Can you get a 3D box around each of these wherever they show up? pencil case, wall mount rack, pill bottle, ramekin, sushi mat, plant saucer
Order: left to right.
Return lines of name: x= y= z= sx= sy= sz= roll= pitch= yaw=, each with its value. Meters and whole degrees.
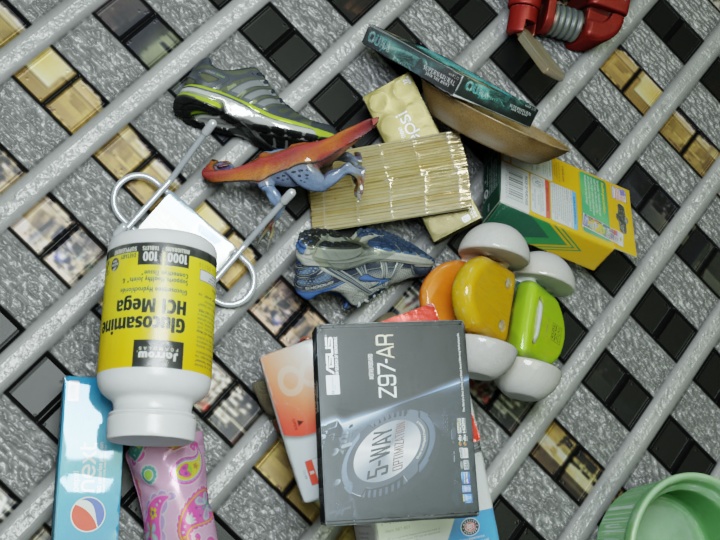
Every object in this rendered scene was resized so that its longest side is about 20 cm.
pill bottle: x=-0.201 y=0.069 z=0.965 sx=0.111 sy=0.112 sz=0.202 roll=6 pitch=72 yaw=-19
pencil case: x=-0.189 y=0.266 z=1.002 sx=0.087 sy=0.087 sz=0.202 roll=-6 pitch=79 yaw=-21
wall mount rack: x=-0.176 y=-0.058 z=1.085 sx=0.200 sy=0.075 sz=0.174 roll=41 pitch=79 yaw=-7
sushi mat: x=0.031 y=-0.106 z=1.168 sx=0.198 sy=0.012 sz=0.097 roll=-9 pitch=80 yaw=8
plant saucer: x=0.156 y=-0.175 z=1.174 sx=0.199 sy=0.200 sz=0.036 roll=22 pitch=106 yaw=-14
ramekin: x=0.385 y=0.351 z=1.186 sx=0.198 sy=0.098 sz=0.202 roll=5 pitch=74 yaw=-19

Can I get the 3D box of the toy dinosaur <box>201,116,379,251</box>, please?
toy dinosaur: x=-0.087 y=-0.128 z=1.111 sx=0.180 sy=0.201 sz=0.105 roll=8 pitch=41 yaw=-10

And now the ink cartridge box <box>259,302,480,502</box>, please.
ink cartridge box: x=0.009 y=0.139 z=1.035 sx=0.198 sy=0.050 sz=0.163 roll=-20 pitch=79 yaw=4

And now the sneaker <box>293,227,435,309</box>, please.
sneaker: x=0.000 y=0.000 z=1.154 sx=0.199 sy=0.077 sz=0.086 roll=2 pitch=114 yaw=-37

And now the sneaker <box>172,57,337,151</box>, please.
sneaker: x=-0.117 y=-0.197 z=1.158 sx=0.199 sy=0.074 sz=0.082 roll=19 pitch=67 yaw=-17

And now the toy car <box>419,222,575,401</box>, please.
toy car: x=0.151 y=0.053 z=1.145 sx=0.199 sy=0.149 sz=0.177 roll=26 pitch=67 yaw=-37

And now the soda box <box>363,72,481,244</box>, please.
soda box: x=0.077 y=-0.137 z=1.205 sx=0.067 sy=0.064 sz=0.201 roll=-27 pitch=85 yaw=6

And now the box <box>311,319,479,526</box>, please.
box: x=0.034 y=0.154 z=1.000 sx=0.159 sy=0.044 sz=0.202 roll=0 pitch=77 yaw=-10

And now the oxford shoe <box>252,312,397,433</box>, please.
oxford shoe: x=-0.033 y=0.098 z=1.112 sx=0.199 sy=0.070 sz=0.075 roll=-37 pitch=88 yaw=-24

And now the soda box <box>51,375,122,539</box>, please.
soda box: x=-0.278 y=0.213 z=0.991 sx=0.064 sy=0.068 sz=0.202 roll=5 pitch=75 yaw=-19

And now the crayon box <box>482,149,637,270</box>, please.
crayon box: x=0.254 y=-0.082 z=1.253 sx=0.199 sy=0.052 sz=0.126 roll=21 pitch=47 yaw=-14

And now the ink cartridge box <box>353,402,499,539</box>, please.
ink cartridge box: x=0.060 y=0.228 z=1.104 sx=0.144 sy=0.084 sz=0.202 roll=-6 pitch=79 yaw=-19

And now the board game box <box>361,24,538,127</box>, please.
board game box: x=0.105 y=-0.237 z=1.176 sx=0.135 sy=0.200 sz=0.028 roll=13 pitch=110 yaw=-41

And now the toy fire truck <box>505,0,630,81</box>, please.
toy fire truck: x=0.275 y=-0.338 z=1.323 sx=0.175 sy=0.129 sz=0.202 roll=13 pitch=84 yaw=-17
